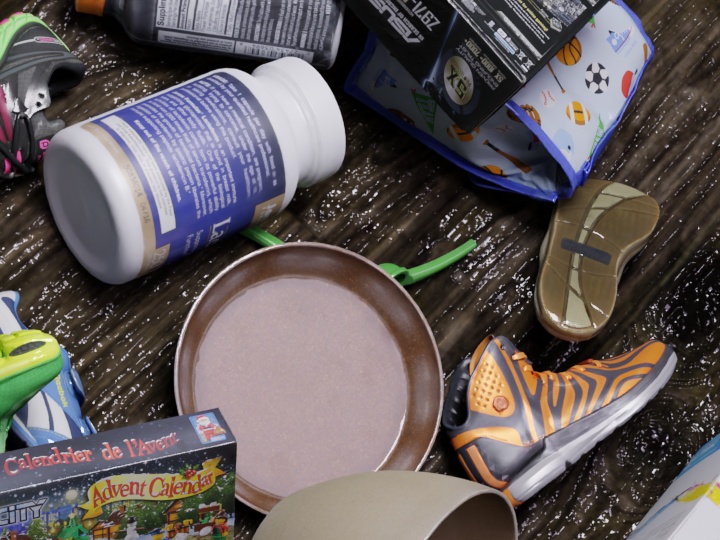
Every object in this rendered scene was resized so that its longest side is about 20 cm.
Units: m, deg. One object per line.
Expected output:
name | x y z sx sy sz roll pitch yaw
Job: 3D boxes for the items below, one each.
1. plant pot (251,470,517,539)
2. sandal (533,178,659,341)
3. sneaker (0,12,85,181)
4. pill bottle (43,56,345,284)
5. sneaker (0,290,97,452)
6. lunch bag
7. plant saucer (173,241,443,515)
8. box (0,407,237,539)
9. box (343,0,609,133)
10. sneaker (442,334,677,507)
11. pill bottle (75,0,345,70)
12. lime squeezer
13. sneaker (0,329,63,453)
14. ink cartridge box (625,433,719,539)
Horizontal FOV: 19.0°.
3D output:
plant pot | -0.002 0.215 1.432 0.134 0.201 0.201 21 53 28
sandal | 0.174 -0.005 1.663 0.080 0.054 0.201 23 42 4
sneaker | -0.255 -0.096 1.514 0.083 0.077 0.201 29 60 -3
pill bottle | -0.116 -0.077 1.541 0.199 0.116 0.116 -25 78 -30
sneaker | -0.212 0.097 1.446 0.082 0.074 0.201 -35 85 -35
lunch bag | 0.115 -0.163 1.677 0.199 0.124 0.171 31 57 2
plant saucer | -0.039 0.081 1.532 0.198 0.034 0.202 4 77 -16
box | -0.179 0.170 1.377 0.198 0.137 0.038 -11 39 -20
box | 0.074 -0.230 1.562 0.200 0.086 0.164 46 54 -2
sneaker | 0.143 0.082 1.601 0.199 0.078 0.112 -34 84 -31
pill bottle | -0.111 -0.214 1.602 0.198 0.106 0.107 8 63 -5
lime squeezer | 0.000 0.000 1.610 0.198 0.038 0.071 5 34 -20
sneaker | -0.257 0.115 1.382 0.084 0.200 0.074 43 12 -17
ink cartridge box | 0.277 0.219 1.554 0.147 0.146 0.200 46 58 2
